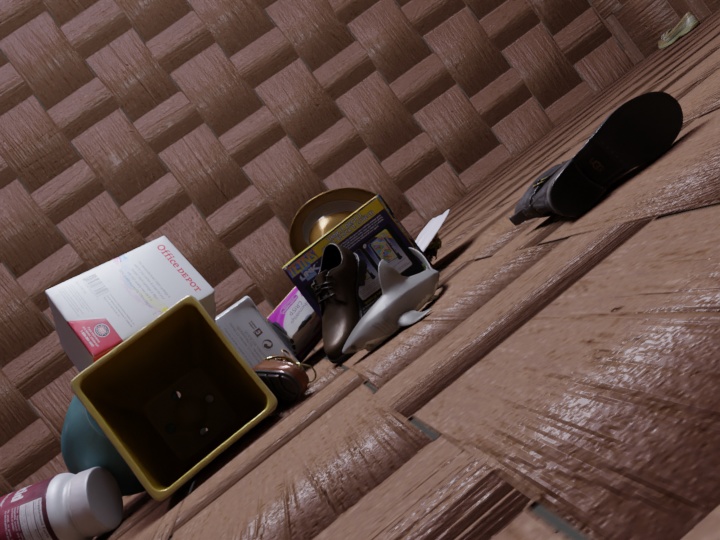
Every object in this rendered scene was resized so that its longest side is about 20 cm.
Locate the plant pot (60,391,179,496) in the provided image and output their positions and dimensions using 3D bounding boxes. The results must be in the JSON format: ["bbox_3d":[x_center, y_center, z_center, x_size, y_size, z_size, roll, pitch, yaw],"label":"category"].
[{"bbox_3d":[-0.379,0.243,1.183,0.201,0.201,0.161,-38,-13,-35],"label":"plant pot"}]

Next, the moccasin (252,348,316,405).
[{"bbox_3d":[-0.113,0.152,1.051,0.078,0.074,0.201,-42,1,-22],"label":"moccasin"}]

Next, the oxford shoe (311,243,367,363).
[{"bbox_3d":[-0.042,0.045,1.085,0.073,0.084,0.200,-28,44,29],"label":"oxford shoe"}]

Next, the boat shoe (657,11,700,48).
[{"bbox_3d":[1.191,-0.905,2.758,0.073,0.063,0.201,-37,2,-14],"label":"boat shoe"}]

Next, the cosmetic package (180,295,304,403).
[{"bbox_3d":[-0.234,0.171,1.293,0.166,0.167,0.200,-38,3,-24],"label":"cosmetic package"}]

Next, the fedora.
[{"bbox_3d":[-0.025,-0.052,1.285,0.201,0.201,0.082,-37,43,12],"label":"fedora"}]

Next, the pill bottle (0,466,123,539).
[{"bbox_3d":[-0.468,0.372,1.091,0.200,0.114,0.114,-22,4,6],"label":"pill bottle"}]

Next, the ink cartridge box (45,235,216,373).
[{"bbox_3d":[-0.338,0.074,1.105,0.200,0.145,0.145,-30,-30,-30],"label":"ink cartridge box"}]

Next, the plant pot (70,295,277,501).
[{"bbox_3d":[-0.251,0.189,1.032,0.194,0.196,0.200,-38,-9,-17],"label":"plant pot"}]

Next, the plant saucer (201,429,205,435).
[{"bbox_3d":[-0.374,0.354,1.431,0.200,0.036,0.200,-36,2,2],"label":"plant saucer"}]

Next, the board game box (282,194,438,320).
[{"bbox_3d":[0.000,0.000,1.200,0.200,0.165,0.057,-36,2,12],"label":"board game box"}]

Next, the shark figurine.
[{"bbox_3d":[0.058,0.017,0.976,0.128,0.090,0.214,-33,6,46],"label":"shark figurine"}]

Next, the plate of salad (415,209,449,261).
[{"bbox_3d":[0.108,-0.023,1.316,0.200,0.048,0.200,-53,1,1],"label":"plate of salad"}]

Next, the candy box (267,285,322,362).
[{"bbox_3d":[-0.098,0.084,1.341,0.136,0.061,0.200,-49,-12,-17],"label":"candy box"}]

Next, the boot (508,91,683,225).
[{"bbox_3d":[0.268,-0.128,0.873,0.200,0.069,0.174,-39,3,1],"label":"boot"}]
